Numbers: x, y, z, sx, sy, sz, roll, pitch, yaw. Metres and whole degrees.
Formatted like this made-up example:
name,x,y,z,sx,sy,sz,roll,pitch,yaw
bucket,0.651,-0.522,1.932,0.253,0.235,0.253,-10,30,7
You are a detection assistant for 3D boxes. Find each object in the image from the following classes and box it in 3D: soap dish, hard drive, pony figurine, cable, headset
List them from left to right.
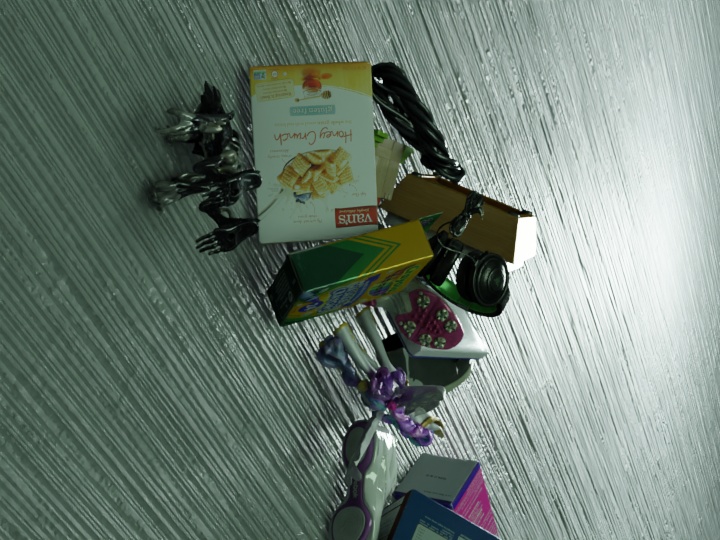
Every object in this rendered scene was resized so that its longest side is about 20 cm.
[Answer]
name,x,y,z,sx,sy,sz,roll,pitch,yaw
pony figurine,0.029,0.155,1.198,0.201,0.166,0.193,52,19,3
cable,0.071,-0.194,1.267,0.050,0.164,0.201,-33,130,4
hard drive,0.103,0.066,1.369,0.199,0.025,0.133,10,48,-55
soap dish,0.142,-0.070,1.303,0.157,0.198,0.082,-12,124,-68
headset,0.132,-0.015,1.183,0.095,0.122,0.201,-58,156,-17

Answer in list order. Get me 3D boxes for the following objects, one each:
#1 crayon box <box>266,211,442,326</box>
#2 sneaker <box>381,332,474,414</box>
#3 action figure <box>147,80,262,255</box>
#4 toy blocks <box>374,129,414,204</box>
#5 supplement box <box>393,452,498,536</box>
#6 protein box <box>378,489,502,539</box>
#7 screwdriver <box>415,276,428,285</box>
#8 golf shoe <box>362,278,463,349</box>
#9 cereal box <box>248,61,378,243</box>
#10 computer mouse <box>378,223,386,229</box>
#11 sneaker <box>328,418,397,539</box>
name,x,y,z,sx,sy,sz,roll,pitch,yaw
crayon box,0.000,0.000,1.113,0.198,0.126,0.052,-17,75,-22
sneaker,0.102,0.122,1.386,0.199,0.074,0.108,-34,118,-48
action figure,-0.163,-0.112,0.956,0.101,0.201,0.120,-7,129,-19
toy blocks,-0.019,-0.112,1.202,0.199,0.099,0.139,11,94,-55
supplement box,0.136,0.389,1.424,0.103,0.100,0.202,-43,126,-46
protein box,0.093,0.438,1.252,0.197,0.135,0.201,30,59,-3
screwdriver,0.113,0.022,1.383,0.199,0.028,0.030,18,71,-52
golf shoe,0.056,0.027,1.253,0.199,0.075,0.092,36,23,-14
cereal box,-0.053,-0.136,1.102,0.040,0.141,0.203,-130,-144,-82
computer mouse,0.074,-0.027,1.333,0.199,0.109,0.044,9,105,-63
sneaker,0.016,0.306,1.268,0.099,0.074,0.203,26,71,-51
